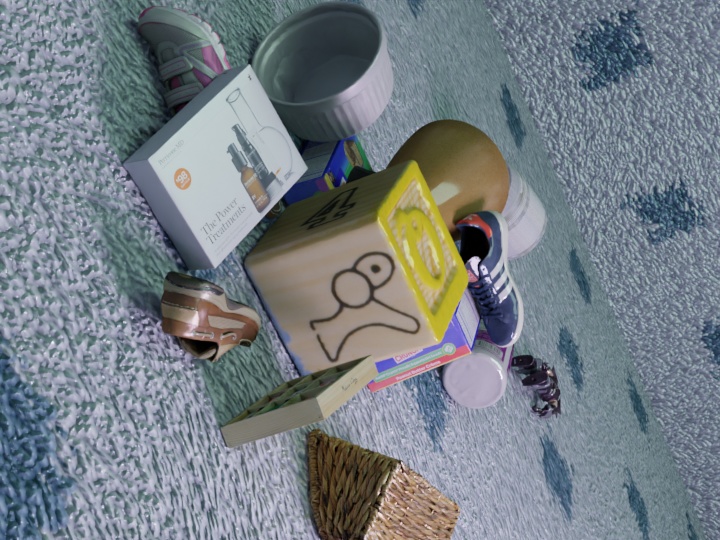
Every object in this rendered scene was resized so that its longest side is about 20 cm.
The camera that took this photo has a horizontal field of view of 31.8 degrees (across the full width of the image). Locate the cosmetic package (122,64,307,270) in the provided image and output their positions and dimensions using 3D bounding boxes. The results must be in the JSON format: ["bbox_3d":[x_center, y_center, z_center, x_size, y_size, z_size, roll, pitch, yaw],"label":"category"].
[{"bbox_3d":[-0.162,-0.120,1.456,0.200,0.052,0.151,-51,121,-37],"label":"cosmetic package"}]

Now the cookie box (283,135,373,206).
[{"bbox_3d":[-0.029,-0.098,1.854,0.172,0.075,0.200,64,22,-23],"label":"cookie box"}]

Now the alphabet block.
[{"bbox_3d":[0.000,0.000,1.640,0.196,0.199,0.197,63,26,-19],"label":"alphabet block"}]

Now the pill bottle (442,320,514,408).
[{"bbox_3d":[0.209,0.146,2.204,0.113,0.112,0.200,64,21,-17],"label":"pill bottle"}]

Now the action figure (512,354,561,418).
[{"bbox_3d":[0.371,0.233,2.620,0.200,0.069,0.131,45,25,-58],"label":"action figure"}]

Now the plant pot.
[{"bbox_3d":[0.100,-0.109,1.875,0.200,0.186,0.187,-38,108,-56],"label":"plant pot"}]

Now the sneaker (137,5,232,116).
[{"bbox_3d":[-0.199,-0.228,1.520,0.200,0.081,0.088,48,54,-16],"label":"sneaker"}]

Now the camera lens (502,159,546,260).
[{"bbox_3d":[0.275,-0.125,2.546,0.200,0.159,0.161,43,33,-52],"label":"camera lens"}]

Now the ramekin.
[{"bbox_3d":[-0.047,-0.276,1.808,0.105,0.199,0.201,61,20,-49],"label":"ramekin"}]

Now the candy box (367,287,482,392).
[{"bbox_3d":[0.091,0.077,1.874,0.077,0.169,0.200,62,22,-15],"label":"candy box"}]

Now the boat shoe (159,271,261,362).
[{"bbox_3d":[-0.169,0.060,1.372,0.200,0.075,0.074,43,60,-67],"label":"boat shoe"}]

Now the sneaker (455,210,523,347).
[{"bbox_3d":[0.176,0.015,1.824,0.084,0.075,0.201,-8,85,-45],"label":"sneaker"}]

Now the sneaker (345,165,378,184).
[{"bbox_3d":[0.032,-0.051,1.775,0.075,0.106,0.201,-33,136,-47],"label":"sneaker"}]

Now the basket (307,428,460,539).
[{"bbox_3d":[0.008,0.313,1.603,0.200,0.149,0.143,45,65,-50],"label":"basket"}]

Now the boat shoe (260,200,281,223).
[{"bbox_3d":[-0.140,-0.159,1.626,0.201,0.072,0.072,67,20,-11],"label":"boat shoe"}]

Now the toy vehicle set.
[{"bbox_3d":[-0.066,0.149,1.464,0.027,0.124,0.200,70,20,-3],"label":"toy vehicle set"}]
